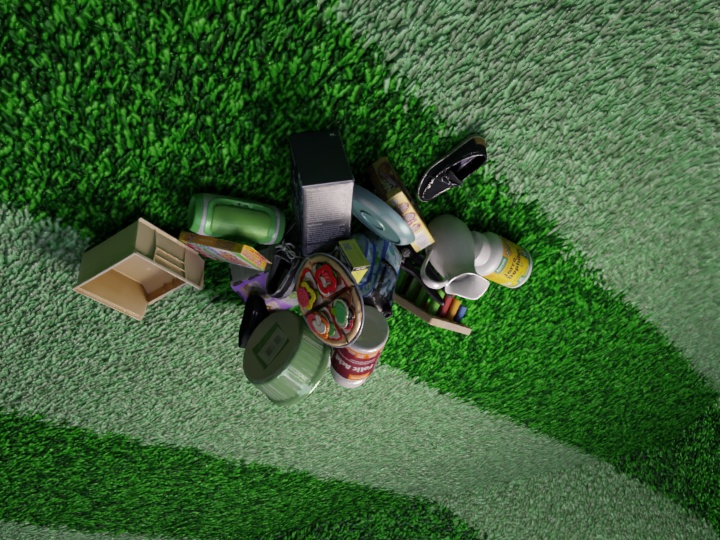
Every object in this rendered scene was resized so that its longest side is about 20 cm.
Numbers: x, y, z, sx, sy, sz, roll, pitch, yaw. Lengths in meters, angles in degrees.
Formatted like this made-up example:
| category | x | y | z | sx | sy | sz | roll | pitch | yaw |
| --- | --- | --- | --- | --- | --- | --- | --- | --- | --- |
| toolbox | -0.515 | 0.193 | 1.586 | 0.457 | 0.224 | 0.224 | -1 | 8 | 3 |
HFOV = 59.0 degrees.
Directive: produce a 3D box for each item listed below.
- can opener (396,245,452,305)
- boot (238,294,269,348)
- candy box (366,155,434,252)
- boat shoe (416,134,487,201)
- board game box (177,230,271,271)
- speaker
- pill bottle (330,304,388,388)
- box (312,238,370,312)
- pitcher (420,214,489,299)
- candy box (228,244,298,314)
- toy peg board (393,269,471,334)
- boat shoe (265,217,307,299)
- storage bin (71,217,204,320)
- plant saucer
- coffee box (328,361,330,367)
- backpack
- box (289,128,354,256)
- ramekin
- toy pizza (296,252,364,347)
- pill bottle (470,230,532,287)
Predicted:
| category | x | y | z | sx | sy | sz | roll | pitch | yaw |
| --- | --- | --- | --- | --- | --- | --- | --- | --- | --- |
| can opener | 0.153 | 0.004 | 1.564 | 0.064 | 0.200 | 0.078 | -51 | 151 | 8 |
| boot | -0.204 | 0.130 | 1.551 | 0.163 | 0.078 | 0.202 | 3 | 143 | -19 |
| candy box | 0.091 | -0.144 | 1.409 | 0.056 | 0.118 | 0.200 | -30 | 141 | 12 |
| boat shoe | 0.202 | -0.215 | 1.411 | 0.074 | 0.063 | 0.199 | 22 | 129 | -42 |
| board game box | -0.289 | -0.041 | 1.363 | 0.195 | 0.031 | 0.096 | 10 | 162 | 28 |
| speaker | -0.262 | -0.108 | 1.347 | 0.195 | 0.090 | 0.089 | 8 | 137 | -28 |
| pill bottle | -0.009 | 0.177 | 1.434 | 0.111 | 0.117 | 0.202 | -4 | 146 | -16 |
| box | -0.054 | 0.029 | 1.351 | 0.049 | 0.076 | 0.201 | -10 | 147 | -39 |
| pitcher | 0.202 | -0.036 | 1.517 | 0.167 | 0.204 | 0.122 | 5 | 139 | -25 |
| candy box | -0.193 | 0.017 | 1.539 | 0.195 | 0.073 | 0.169 | -22 | 142 | 8 |
| toy peg board | 0.186 | 0.068 | 1.668 | 0.197 | 0.198 | 0.100 | 18 | 101 | -48 |
| boat shoe | -0.161 | -0.036 | 1.410 | 0.203 | 0.072 | 0.068 | -64 | 161 | 1 |
| storage bin | -0.472 | 0.006 | 1.375 | 0.196 | 0.096 | 0.198 | -24 | 143 | 25 |
| plant saucer | 0.032 | -0.115 | 1.371 | 0.028 | 0.198 | 0.200 | -52 | 140 | -8 |
| coffee box | -0.067 | 0.124 | 1.611 | 0.113 | 0.204 | 0.080 | -30 | 141 | 17 |
| backpack | 0.000 | 0.000 | 1.478 | 0.180 | 0.203 | 0.147 | -13 | 133 | 38 |
| box | -0.082 | -0.156 | 1.302 | 0.104 | 0.151 | 0.203 | -8 | 142 | -11 |
| ramekin | -0.171 | 0.188 | 1.423 | 0.197 | 0.203 | 0.098 | -32 | 132 | 19 |
| toy pizza | -0.072 | 0.065 | 1.317 | 0.031 | 0.201 | 0.202 | -21 | 155 | -45 |
| pill bottle | 0.347 | -0.033 | 1.648 | 0.197 | 0.115 | 0.113 | 20 | 130 | -37 |
